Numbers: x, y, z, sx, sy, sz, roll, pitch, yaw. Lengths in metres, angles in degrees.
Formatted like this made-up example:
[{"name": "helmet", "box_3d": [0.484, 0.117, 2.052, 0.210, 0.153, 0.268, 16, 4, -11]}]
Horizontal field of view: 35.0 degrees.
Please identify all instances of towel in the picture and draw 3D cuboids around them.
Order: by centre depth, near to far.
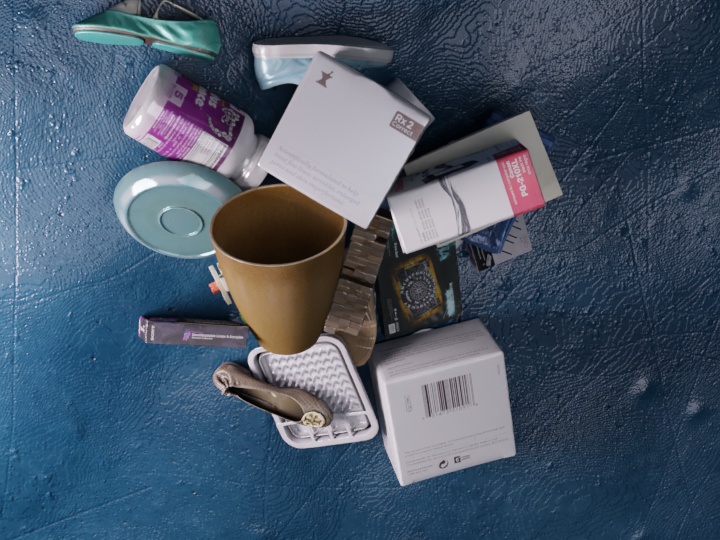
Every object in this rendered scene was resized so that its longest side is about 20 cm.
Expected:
[{"name": "towel", "box_3d": [0.198, -0.129, 1.685, 0.111, 0.049, 0.201, 22, 104, -19]}]

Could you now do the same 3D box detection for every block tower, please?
[{"name": "block tower", "box_3d": [0.000, 0.000, 1.683, 0.057, 0.054, 0.201, 19, 113, 1]}]

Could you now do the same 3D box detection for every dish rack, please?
[{"name": "dish rack", "box_3d": [-0.070, 0.184, 1.798, 0.171, 0.044, 0.201, -11, 118, 23]}]

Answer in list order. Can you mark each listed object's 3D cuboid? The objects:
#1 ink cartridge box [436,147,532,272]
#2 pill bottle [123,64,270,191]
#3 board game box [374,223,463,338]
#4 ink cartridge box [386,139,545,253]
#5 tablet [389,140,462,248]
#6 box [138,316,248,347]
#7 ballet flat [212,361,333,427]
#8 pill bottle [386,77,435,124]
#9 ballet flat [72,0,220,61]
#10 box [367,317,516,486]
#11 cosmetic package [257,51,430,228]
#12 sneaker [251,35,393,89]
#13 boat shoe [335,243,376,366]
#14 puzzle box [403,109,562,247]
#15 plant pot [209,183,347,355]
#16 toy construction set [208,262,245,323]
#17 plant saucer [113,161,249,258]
[{"name": "ink cartridge box", "box_3d": [0.190, -0.107, 1.743, 0.094, 0.044, 0.201, -22, 114, -4]}, {"name": "pill bottle", "box_3d": [-0.220, -0.192, 1.594, 0.199, 0.112, 0.113, 29, 104, -23]}, {"name": "board game box", "box_3d": [0.086, 0.000, 1.772, 0.134, 0.028, 0.201, -15, 121, -12]}, {"name": "ink cartridge box", "box_3d": [0.139, -0.104, 1.562, 0.199, 0.145, 0.085, -19, 101, 5]}, {"name": "tablet", "box_3d": [0.122, -0.090, 1.768, 0.130, 0.014, 0.200, 38, 100, -23]}, {"name": "box", "box_3d": [-0.247, 0.088, 1.661, 0.142, 0.200, 0.036, 4, 88, -13]}, {"name": "ballet flat", "box_3d": [-0.138, 0.201, 1.776, 0.199, 0.046, 0.068, 24, 126, 2]}, {"name": "pill bottle", "box_3d": [0.008, -0.180, 1.650, 0.200, 0.111, 0.111, -43, 115, 7]}, {"name": "ballet flat", "box_3d": [-0.288, -0.335, 1.554, 0.199, 0.067, 0.071, 7, 87, -15]}, {"name": "box", "box_3d": [0.129, 0.209, 1.830, 0.198, 0.131, 0.201, -14, 115, -7]}, {"name": "cosmetic package", "box_3d": [-0.018, -0.173, 1.495, 0.164, 0.200, 0.166, 30, 99, -2]}, {"name": "sneaker", "box_3d": [-0.053, -0.287, 1.618, 0.199, 0.074, 0.082, 1, 114, 0]}, {"name": "boat shoe", "box_3d": [-0.006, 0.051, 1.770, 0.071, 0.065, 0.201, 2, 114, 10]}, {"name": "puzzle box", "box_3d": [0.175, -0.132, 1.643, 0.199, 0.025, 0.134, -22, 102, 6]}, {"name": "plant pot", "box_3d": [-0.108, 0.015, 1.589, 0.185, 0.187, 0.201, -8, 128, -9]}, {"name": "toy construction set", "box_3d": [-0.124, 0.018, 1.715, 0.199, 0.092, 0.132, -18, 134, 2]}, {"name": "plant saucer", "box_3d": [-0.254, -0.077, 1.627, 0.199, 0.028, 0.201, 2, 141, 1]}]
